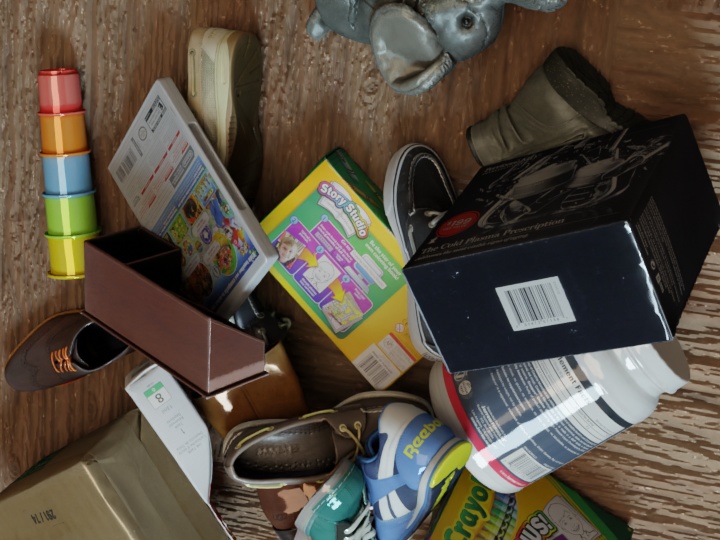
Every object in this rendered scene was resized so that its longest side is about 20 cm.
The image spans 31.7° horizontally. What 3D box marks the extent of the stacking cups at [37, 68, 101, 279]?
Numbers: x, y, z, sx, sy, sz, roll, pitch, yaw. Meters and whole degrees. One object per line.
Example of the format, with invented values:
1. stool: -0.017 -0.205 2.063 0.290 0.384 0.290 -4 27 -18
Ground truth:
1. stacking cups: -0.290 -0.094 1.236 0.060 0.061 0.202 0 105 15

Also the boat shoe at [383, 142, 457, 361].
1. boat shoe: 0.068 -0.024 1.114 0.071 0.068 0.202 4 70 -23

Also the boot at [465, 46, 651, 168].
1. boot: 0.197 -0.088 1.115 0.200 0.068 0.131 46 122 1

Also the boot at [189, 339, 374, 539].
1. boot: -0.036 0.150 1.210 0.187 0.069 0.201 -25 106 11

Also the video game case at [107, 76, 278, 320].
1. video game case: -0.159 -0.056 1.173 0.201 0.018 0.143 58 138 14

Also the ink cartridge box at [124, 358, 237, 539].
1. ink cartridge box: -0.155 0.176 1.225 0.050 0.161 0.201 -36 95 -10

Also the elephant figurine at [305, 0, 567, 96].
1. elephant figurine: 0.057 -0.218 1.063 0.200 0.155 0.142 40 90 11

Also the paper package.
1. paper package: -0.254 0.264 1.280 0.199 0.103 0.192 -29 96 39

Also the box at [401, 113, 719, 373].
1. box: 0.165 -0.021 1.018 0.199 0.182 0.105 -12 113 35

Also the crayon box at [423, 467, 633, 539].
1. crayon box: 0.144 0.263 1.143 0.172 0.200 0.059 33 125 3

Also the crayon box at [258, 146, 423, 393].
1. crayon box: 0.000 0.000 1.186 0.119 0.058 0.200 -41 92 21

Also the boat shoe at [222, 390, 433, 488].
1. boat shoe: -0.027 0.157 1.151 0.198 0.060 0.073 -8 99 -5

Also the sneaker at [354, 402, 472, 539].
1. sneaker: 0.037 0.180 1.119 0.082 0.074 0.201 38 145 13

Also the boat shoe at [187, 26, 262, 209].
1. boat shoe: -0.135 -0.125 1.185 0.064 0.072 0.202 12 109 24

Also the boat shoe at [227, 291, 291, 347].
1. boat shoe: -0.097 0.064 1.237 0.062 0.073 0.202 -16 102 -8

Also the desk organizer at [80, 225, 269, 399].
1. desk organizer: -0.172 0.033 1.157 0.199 0.071 0.078 27 123 39

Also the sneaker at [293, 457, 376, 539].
1. sneaker: -0.013 0.236 1.123 0.080 0.071 0.201 33 146 13

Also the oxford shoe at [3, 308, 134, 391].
1. oxford shoe: -0.291 0.077 1.279 0.199 0.073 0.072 -27 98 21

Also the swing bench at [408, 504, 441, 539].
1. swing bench: 0.092 0.364 1.231 0.199 0.130 0.200 29 110 0

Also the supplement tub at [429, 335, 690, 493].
1. supplement tub: 0.173 0.094 1.121 0.199 0.140 0.141 -34 95 21
